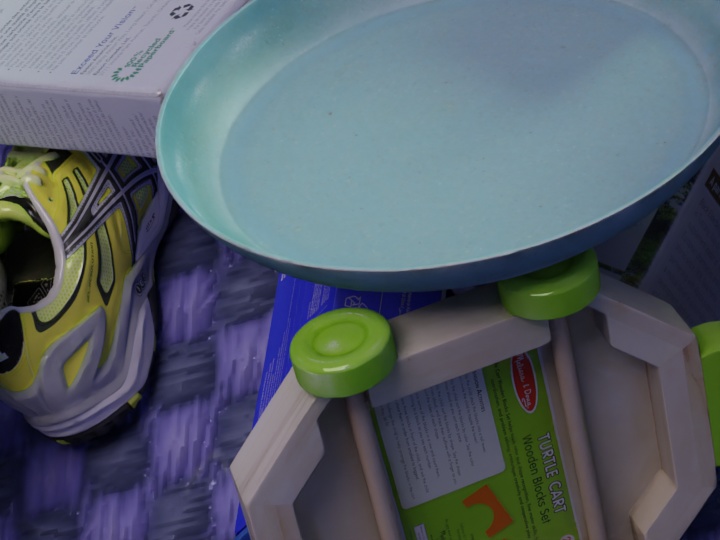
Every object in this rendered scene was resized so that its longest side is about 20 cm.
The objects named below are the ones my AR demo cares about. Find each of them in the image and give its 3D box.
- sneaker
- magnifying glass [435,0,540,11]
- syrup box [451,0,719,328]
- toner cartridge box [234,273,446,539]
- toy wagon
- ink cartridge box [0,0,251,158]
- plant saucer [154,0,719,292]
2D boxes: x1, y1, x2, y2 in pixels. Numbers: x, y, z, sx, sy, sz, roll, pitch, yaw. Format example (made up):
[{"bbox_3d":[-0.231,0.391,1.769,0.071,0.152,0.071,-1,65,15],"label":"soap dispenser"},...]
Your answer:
[{"bbox_3d":[-0.120,-0.032,0.933,0.075,0.076,0.201,-17,55,23],"label":"sneaker"},{"bbox_3d":[0.093,-0.174,0.836,0.079,0.022,0.200,38,83,22],"label":"magnifying glass"},{"bbox_3d":[0.117,-0.057,0.808,0.078,0.081,0.201,22,76,34],"label":"syrup box"},{"bbox_3d":[0.000,0.000,0.837,0.043,0.095,0.201,15,66,-13],"label":"toner cartridge box"},{"bbox_3d":[0.061,0.062,0.730,0.199,0.156,0.040,-20,34,-9],"label":"toy wagon"},{"bbox_3d":[-0.104,-0.127,0.957,0.199,0.043,0.197,7,45,34],"label":"ink cartridge box"},{"bbox_3d":[0.032,-0.054,0.736,0.198,0.028,0.201,-10,36,7],"label":"plant saucer"}]
